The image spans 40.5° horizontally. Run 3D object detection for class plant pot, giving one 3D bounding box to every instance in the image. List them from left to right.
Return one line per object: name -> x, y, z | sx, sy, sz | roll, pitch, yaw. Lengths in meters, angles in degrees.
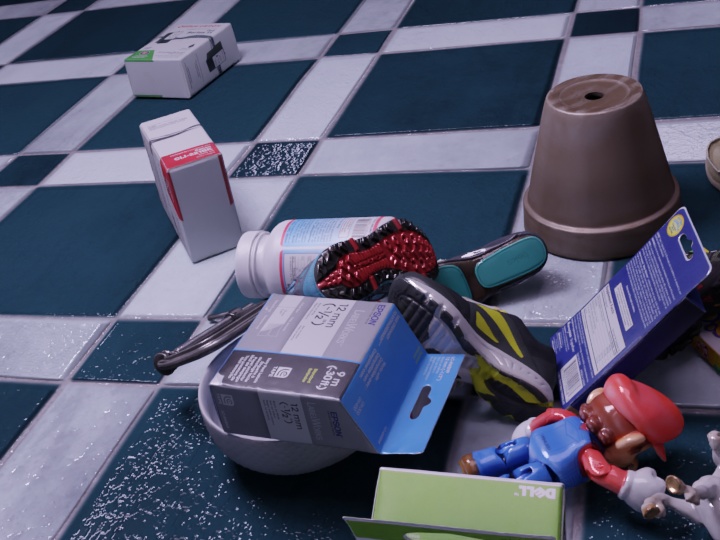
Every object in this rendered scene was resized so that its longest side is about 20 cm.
plant pot -> 0.294, -0.139, 1.204 | 0.197, 0.176, 0.201 | -8, 32, 5

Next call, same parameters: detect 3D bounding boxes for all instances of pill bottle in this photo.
pill bottle -> -0.047, -0.008, 1.182 | 0.197, 0.110, 0.109 | 0, 33, 20

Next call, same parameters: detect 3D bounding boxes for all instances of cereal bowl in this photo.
cereal bowl -> -0.061, 0.134, 0.987 | 0.197, 0.084, 0.201 | -9, 32, 6

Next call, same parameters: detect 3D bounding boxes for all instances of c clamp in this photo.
c clamp -> -0.160, 0.072, 1.100 | 0.169, 0.027, 0.200 | -20, 8, 31

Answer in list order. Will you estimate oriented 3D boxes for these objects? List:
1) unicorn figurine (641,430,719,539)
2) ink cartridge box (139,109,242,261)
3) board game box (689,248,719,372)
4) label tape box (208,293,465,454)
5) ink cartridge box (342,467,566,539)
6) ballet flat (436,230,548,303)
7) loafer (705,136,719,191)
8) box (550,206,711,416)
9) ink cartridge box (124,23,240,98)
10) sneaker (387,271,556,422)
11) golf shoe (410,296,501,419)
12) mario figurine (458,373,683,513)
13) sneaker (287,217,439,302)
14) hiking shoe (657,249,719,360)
unicorn figurine -> 0.294, 0.192, 0.771 | 0.136, 0.074, 0.202 | 12, 40, -37
ink cartridge box -> -0.246, -0.127, 1.409 | 0.083, 0.146, 0.200 | -20, 32, -15
board game box -> 0.376, 0.043, 1.030 | 0.094, 0.030, 0.201 | -18, 34, -8
label tape box -> -0.019, 0.091, 0.900 | 0.197, 0.067, 0.144 | 2, 34, 24
ink cartridge box -> 0.079, 0.186, 0.722 | 0.145, 0.201, 0.077 | 3, 60, 13
ballet flat -> 0.124, 0.010, 1.143 | 0.197, 0.074, 0.073 | -23, 32, -4
loafer -> 0.482, -0.125, 1.212 | 0.074, 0.069, 0.201 | -10, 32, 5
box -> 0.263, 0.043, 0.942 | 0.032, 0.201, 0.122 | 30, 30, -14
ink cartridge box -> -0.359, -0.430, 1.987 | 0.145, 0.084, 0.200 | 5, 35, 26
sneaker -> 0.113, 0.067, 0.970 | 0.075, 0.199, 0.085 | -46, 6, 41
golf shoe -> 0.093, 0.089, 1.015 | 0.090, 0.076, 0.201 | 5, 37, 20
mario figurine -> 0.195, 0.173, 0.866 | 0.198, 0.106, 0.125 | -24, 68, 1
sneaker -> 0.000, 0.000, 1.051 | 0.198, 0.080, 0.095 | -12, -12, -45
hiking shoe -> 0.347, 0.002, 0.996 | 0.198, 0.076, 0.101 | -30, 36, -1
